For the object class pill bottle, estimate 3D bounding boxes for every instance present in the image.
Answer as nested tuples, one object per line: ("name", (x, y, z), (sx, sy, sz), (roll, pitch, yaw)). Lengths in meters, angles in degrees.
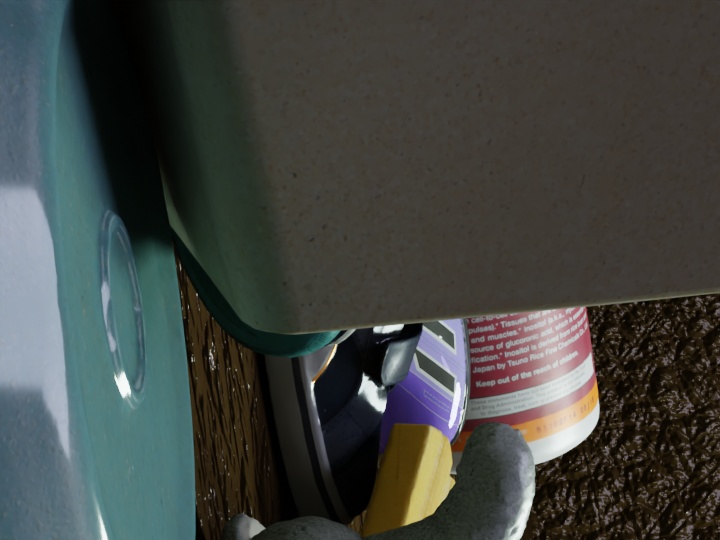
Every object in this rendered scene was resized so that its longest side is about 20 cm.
("pill bottle", (0.054, -0.007, 1.502), (0.113, 0.113, 0.200), (-82, 164, -71))

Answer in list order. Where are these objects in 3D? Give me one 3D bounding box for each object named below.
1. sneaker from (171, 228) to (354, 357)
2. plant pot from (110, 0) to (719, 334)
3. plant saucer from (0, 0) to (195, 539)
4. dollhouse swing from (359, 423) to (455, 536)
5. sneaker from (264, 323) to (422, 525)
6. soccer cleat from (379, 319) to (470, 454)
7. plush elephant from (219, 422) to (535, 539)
("sneaker", (-0.047, -0.060, 0.817), (0.080, 0.077, 0.200), (-55, 136, -53))
("plant pot", (0.022, -0.093, 0.685), (0.200, 0.200, 0.177), (-133, -139, -65))
("plant saucer", (-0.064, 0.010, 0.611), (0.200, 0.036, 0.200), (-8, 90, -85))
("dollhouse swing", (0.068, 0.175, 1.070), (0.176, 0.182, 0.200), (-52, 143, -44))
("sneaker", (0.000, 0.000, 1.102), (0.078, 0.079, 0.200), (-83, 166, -73))
("soccer cleat", (-0.004, -0.010, 1.179), (0.073, 0.068, 0.200), (-54, 135, -67))
("plush elephant", (0.023, 0.120, 0.846), (0.155, 0.200, 0.165), (58, -3, -12))
